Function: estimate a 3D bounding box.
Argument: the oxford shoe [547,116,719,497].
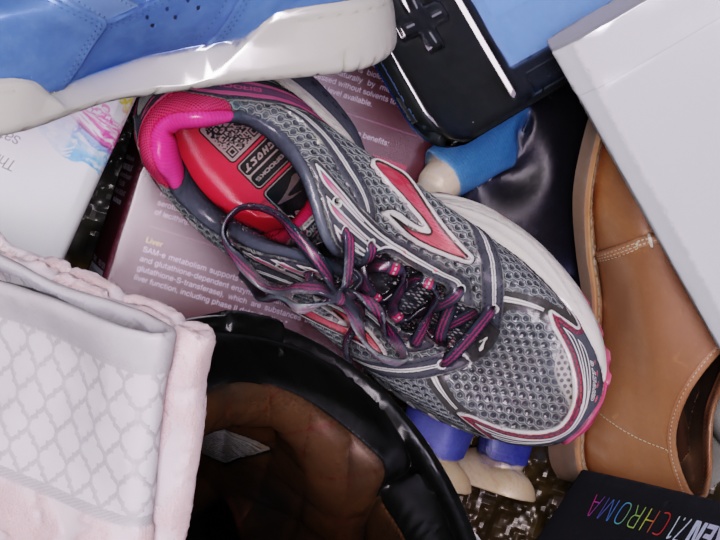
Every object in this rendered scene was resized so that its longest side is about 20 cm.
[{"bbox_3d":[0.123,-0.005,0.836,0.071,0.071,0.201,-22,120,-48],"label":"oxford shoe"}]

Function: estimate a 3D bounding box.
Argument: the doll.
[{"bbox_3d":[0.060,-0.013,0.850,0.136,0.048,0.201,13,93,-45],"label":"doll"}]

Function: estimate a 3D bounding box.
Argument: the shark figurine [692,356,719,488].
[{"bbox_3d":[0.209,0.077,0.880,0.214,0.089,0.128,22,92,-9],"label":"shark figurine"}]

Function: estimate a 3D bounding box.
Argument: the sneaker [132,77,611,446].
[{"bbox_3d":[0.000,0.000,0.766,0.200,0.075,0.081,36,107,-6],"label":"sneaker"}]

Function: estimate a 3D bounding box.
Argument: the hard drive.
[{"bbox_3d":[0.172,-0.030,0.785,0.132,0.026,0.200,-30,107,7],"label":"hard drive"}]

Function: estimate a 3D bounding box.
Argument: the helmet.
[{"bbox_3d":[-0.068,0.131,0.746,0.200,0.200,0.191,33,126,-11],"label":"helmet"}]

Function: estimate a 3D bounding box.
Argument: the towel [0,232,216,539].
[{"bbox_3d":[-0.140,0.074,0.651,0.200,0.032,0.192,21,108,30],"label":"towel"}]

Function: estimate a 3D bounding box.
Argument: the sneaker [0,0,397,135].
[{"bbox_3d":[-0.087,-0.106,0.664,0.199,0.077,0.112,-11,106,-17],"label":"sneaker"}]

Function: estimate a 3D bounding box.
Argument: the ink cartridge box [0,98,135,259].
[{"bbox_3d":[-0.150,-0.090,0.770,0.145,0.145,0.200,25,89,-12],"label":"ink cartridge box"}]

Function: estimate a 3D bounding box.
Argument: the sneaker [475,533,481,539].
[{"bbox_3d":[-0.004,0.179,0.853,0.199,0.079,0.130,-41,99,-5],"label":"sneaker"}]

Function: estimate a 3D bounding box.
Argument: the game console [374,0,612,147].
[{"bbox_3d":[0.077,-0.168,0.778,0.200,0.118,0.171,-32,92,-35],"label":"game console"}]

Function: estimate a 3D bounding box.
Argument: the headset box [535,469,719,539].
[{"bbox_3d":[0.092,0.184,0.755,0.093,0.174,0.200,39,79,-18],"label":"headset box"}]

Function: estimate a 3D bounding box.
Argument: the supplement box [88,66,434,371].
[{"bbox_3d":[-0.032,-0.048,0.837,0.109,0.061,0.201,18,92,-13],"label":"supplement box"}]
